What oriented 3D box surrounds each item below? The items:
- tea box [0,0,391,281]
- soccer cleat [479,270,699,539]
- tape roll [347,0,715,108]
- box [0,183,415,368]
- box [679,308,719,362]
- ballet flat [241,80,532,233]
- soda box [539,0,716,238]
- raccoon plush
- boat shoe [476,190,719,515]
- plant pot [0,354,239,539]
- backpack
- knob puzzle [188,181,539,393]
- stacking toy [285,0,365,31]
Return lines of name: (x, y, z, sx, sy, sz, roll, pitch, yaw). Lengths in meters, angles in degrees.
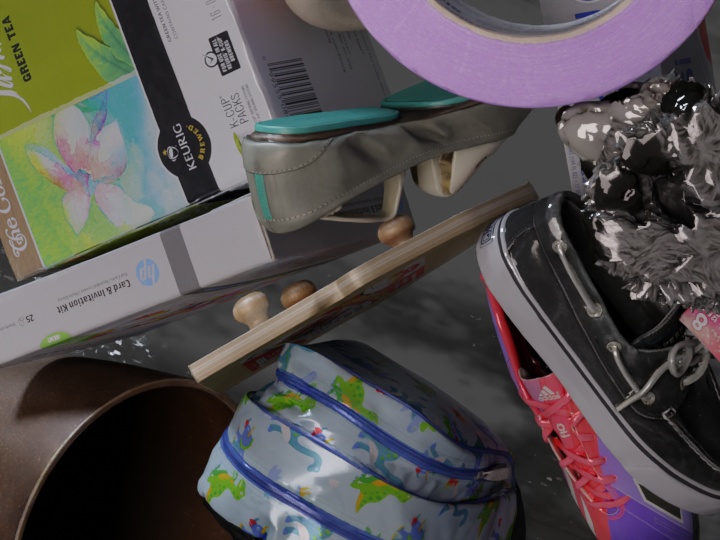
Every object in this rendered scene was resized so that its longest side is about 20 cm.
tea box: (-0.114, -0.124, 1.546, 0.196, 0.134, 0.201, -23, 86, 30)
soccer cleat: (0.115, 0.076, 1.482, 0.068, 0.073, 0.201, -23, 87, 29)
tape roll: (0.083, -0.180, 1.345, 0.199, 0.066, 0.201, 1, 99, 8)
box: (-0.092, -0.001, 1.540, 0.200, 0.156, 0.041, -19, 87, 29)
box: (0.268, 0.053, 1.381, 0.200, 0.095, 0.100, 47, 116, 16)
ballet flat: (0.022, -0.062, 1.453, 0.067, 0.200, 0.064, 8, 110, 49)
soda box: (0.136, -0.121, 1.444, 0.063, 0.068, 0.201, -8, 93, 31)
raccoon plush: (0.176, -0.016, 1.345, 0.097, 0.134, 0.200, -44, 91, 11)
boat shoe: (0.146, 0.040, 1.430, 0.068, 0.074, 0.200, -28, 105, 40)
plant pot: (-0.189, 0.122, 1.617, 0.200, 0.187, 0.188, 21, 108, 41)
backpack: (-0.002, 0.106, 1.479, 0.163, 0.200, 0.154, 37, 114, 19)
knob puzzle: (0.000, 0.000, 1.476, 0.219, 0.220, 0.031, -32, 85, 29)
stacking toy: (-0.017, -0.239, 1.489, 0.146, 0.146, 0.200, -46, 62, 26)
